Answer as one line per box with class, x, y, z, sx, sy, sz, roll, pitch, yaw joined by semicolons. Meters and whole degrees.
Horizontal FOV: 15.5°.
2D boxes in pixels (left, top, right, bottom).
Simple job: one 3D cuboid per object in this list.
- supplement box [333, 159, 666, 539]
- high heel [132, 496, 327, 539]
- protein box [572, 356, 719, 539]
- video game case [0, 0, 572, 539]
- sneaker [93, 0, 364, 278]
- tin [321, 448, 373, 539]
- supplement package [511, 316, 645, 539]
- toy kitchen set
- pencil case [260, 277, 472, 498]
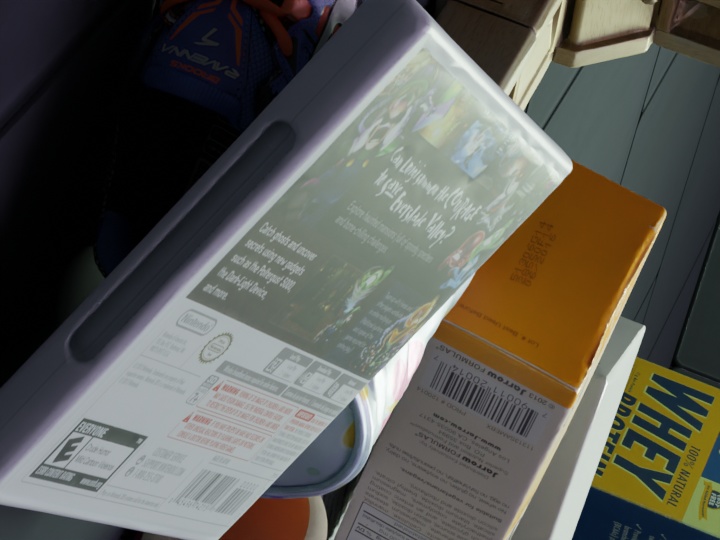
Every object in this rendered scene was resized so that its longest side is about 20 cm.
supplement box;0.057;0.060;1.188;0.126;0.073;0.201;-59;173;-43
high heel;-0.076;0.149;1.010;0.200;0.067;0.097;-41;158;-54
protein box;0.184;0.179;1.955;0.199;0.199;0.135;100;15;-45
video game case;-0.022;0.007;0.812;0.182;0.023;0.200;-46;162;5
sneaker;-0.029;-0.072;0.783;0.078;0.075;0.201;-36;144;-65
tin;-0.027;0.098;1.206;0.200;0.042;0.113;-53;156;-56
supplement package;0.059;0.111;1.424;0.120;0.121;0.201;-37;147;-69
toy kitchen set;0.132;-0.124;1.190;0.164;0.179;0.200;98;18;-47
pencil case;0.000;0.000;1.023;0.200;0.083;0.091;-56;170;-48
